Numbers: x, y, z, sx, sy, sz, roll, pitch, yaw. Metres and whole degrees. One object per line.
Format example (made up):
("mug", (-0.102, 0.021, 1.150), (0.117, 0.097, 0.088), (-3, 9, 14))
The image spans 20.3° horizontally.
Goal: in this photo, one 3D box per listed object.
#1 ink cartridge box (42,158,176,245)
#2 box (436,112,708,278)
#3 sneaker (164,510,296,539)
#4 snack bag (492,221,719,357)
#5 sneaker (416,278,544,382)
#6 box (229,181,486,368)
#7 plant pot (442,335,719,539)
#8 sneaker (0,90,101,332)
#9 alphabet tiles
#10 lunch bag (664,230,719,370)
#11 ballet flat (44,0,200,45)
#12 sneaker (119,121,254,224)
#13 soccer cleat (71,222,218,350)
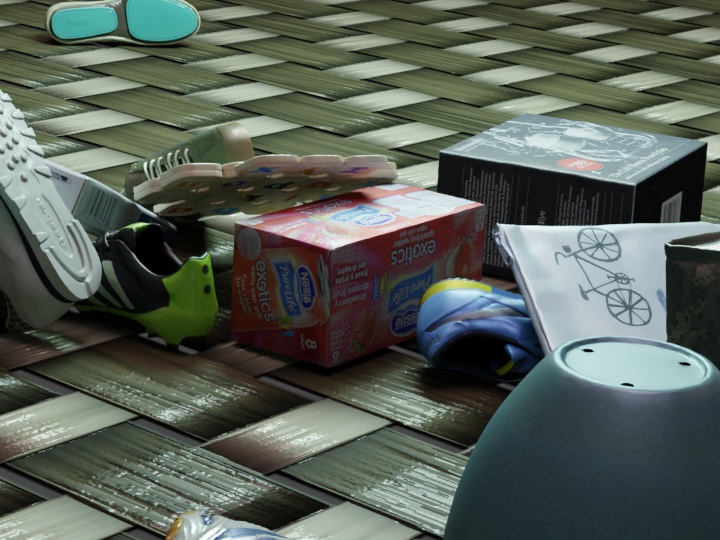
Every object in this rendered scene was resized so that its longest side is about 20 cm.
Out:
("ink cartridge box", (-0.270, -0.071, 1.624), (0.199, 0.041, 0.200), (21, -4, 17))
("box", (0.185, -0.060, 1.764), (0.181, 0.105, 0.200), (10, 18, 25))
("sneaker", (-0.067, 0.172, 1.003), (0.087, 0.076, 0.200), (7, 18, 9))
("snack bag", (0.206, 0.038, 1.443), (0.198, 0.021, 0.189), (-1, 47, -20))
("sneaker", (0.138, 0.055, 1.467), (0.198, 0.066, 0.079), (4, 37, -7))
("box", (0.000, 0.000, 1.540), (0.099, 0.096, 0.199), (14, 20, 35))
("plant pot", (0.147, 0.115, 1.133), (0.198, 0.136, 0.200), (3, 17, -1))
("sneaker", (-0.271, -0.052, 1.485), (0.080, 0.201, 0.076), (-29, -6, 30))
("alphabet tiles", (-0.075, -0.070, 1.608), (0.199, 0.015, 0.195), (-2, -10, -31))
("lunch bag", (0.298, 0.054, 1.310), (0.199, 0.166, 0.117), (-11, 17, -38))
("ballet flat", (-0.307, -0.323, 2.590), (0.198, 0.070, 0.070), (0, 17, -11))
("sneaker", (-0.157, -0.072, 1.728), (0.089, 0.068, 0.200), (-14, -4, -21))
("soccer cleat", (-0.186, -0.002, 1.532), (0.199, 0.082, 0.067), (15, 20, 34))
